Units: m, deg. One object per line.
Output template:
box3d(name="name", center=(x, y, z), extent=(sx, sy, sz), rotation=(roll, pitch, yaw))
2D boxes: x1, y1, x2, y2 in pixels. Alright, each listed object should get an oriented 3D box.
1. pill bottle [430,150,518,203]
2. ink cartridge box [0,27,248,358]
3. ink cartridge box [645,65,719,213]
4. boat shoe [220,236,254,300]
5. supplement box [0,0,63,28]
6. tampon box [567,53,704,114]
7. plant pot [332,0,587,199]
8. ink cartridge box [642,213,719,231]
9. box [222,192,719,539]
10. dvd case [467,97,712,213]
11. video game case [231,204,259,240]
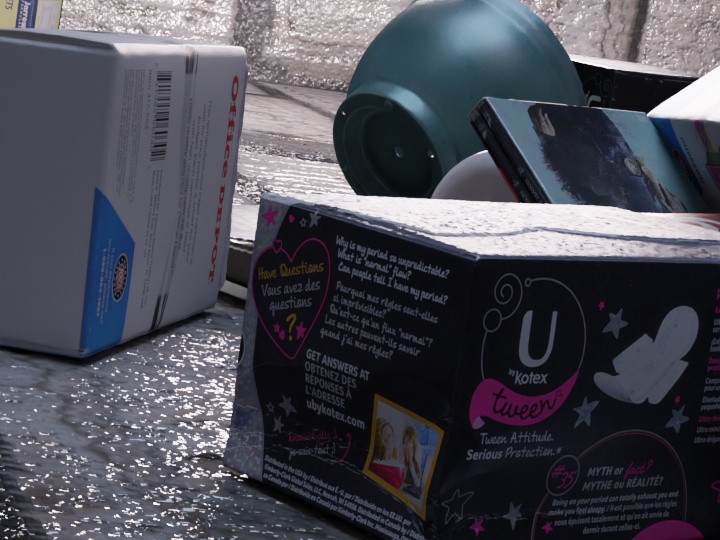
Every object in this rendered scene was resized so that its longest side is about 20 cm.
box3d(name="pill bottle", center=(0.134, -0.018, 1.254), extent=(0.109, 0.109, 0.200), rotation=(15, 11, 37))
box3d(name="ink cartridge box", center=(-0.130, -0.046, 1.044), extent=(0.086, 0.147, 0.200), rotation=(8, 8, 12))
box3d(name="ink cartridge box", center=(0.256, -0.044, 1.164), extent=(0.085, 0.145, 0.200), rotation=(-31, 10, -9))
box3d(name="boat shoe", center=(0.000, 0.000, 1.161), extent=(0.201, 0.061, 0.072), rotation=(13, 9, 26))
box3d(name="supplement box", center=(-0.535, -0.374, 2.912), extent=(0.200, 0.134, 0.200), rotation=(9, 8, 1))
box3d(name="tampon box", center=(0.214, -0.105, 1.791), extent=(0.126, 0.150, 0.200), rotation=(4, 10, -24))
box3d(name="plant pot", center=(0.063, -0.114, 1.656), extent=(0.200, 0.201, 0.134), rotation=(16, 38, 42))
box3d(name="ink cartridge box", center=(0.248, 0.038, 0.999), extent=(0.200, 0.084, 0.175), rotation=(24, 17, 40))
box3d(name="box", center=(0.066, 0.034, 0.808), extent=(0.200, 0.115, 0.132), rotation=(2, 11, -40))
box3d(name="dvd case", center=(0.157, -0.013, 1.141), extent=(0.146, 0.022, 0.200), rotation=(1, 51, -43))
box3d(name="video game case", center=(-0.060, -0.018, 1.357), extent=(0.182, 0.023, 0.200), rotation=(2, 10, -41))
